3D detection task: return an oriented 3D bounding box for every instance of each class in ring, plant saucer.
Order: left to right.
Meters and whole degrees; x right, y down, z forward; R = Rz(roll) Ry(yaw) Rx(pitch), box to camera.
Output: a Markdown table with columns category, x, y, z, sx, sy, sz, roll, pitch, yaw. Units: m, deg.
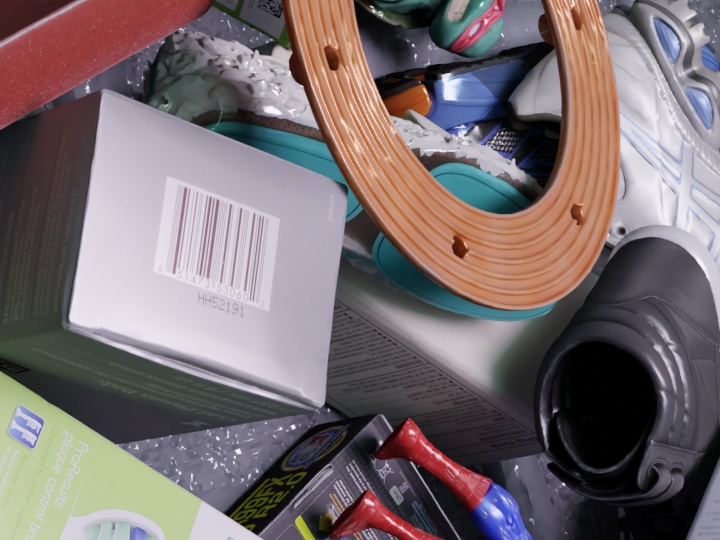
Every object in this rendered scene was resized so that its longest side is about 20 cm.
| category | x | y | z | sx | sy | sz | roll | pitch | yaw |
| --- | --- | --- | --- | --- | --- | --- | --- | --- | --- |
| plant saucer | -0.160 | -0.076 | 0.876 | 0.200 | 0.199 | 0.037 | -34 | 120 | -40 |
| ring | 0.031 | -0.081 | 0.930 | 0.200 | 0.019 | 0.201 | 25 | 57 | -45 |

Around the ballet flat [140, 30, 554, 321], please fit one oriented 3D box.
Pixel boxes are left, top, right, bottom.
| category | x | y | z | sx | sy | sz | roll | pitch | yaw |
| --- | --- | --- | --- | --- | --- | --- | --- | --- | --- |
| ballet flat | 0.001 | -0.042 | 0.967 | 0.200 | 0.072 | 0.072 | 23 | 66 | -38 |

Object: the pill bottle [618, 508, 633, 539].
| category | x | y | z | sx | sy | sz | roll | pitch | yaw |
| --- | --- | --- | --- | --- | --- | --- | --- | --- | --- |
| pill bottle | 0.173 | 0.141 | 1.160 | 0.111 | 0.111 | 0.201 | 6 | 77 | -40 |

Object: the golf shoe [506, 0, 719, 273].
| category | x | y | z | sx | sy | sz | roll | pitch | yaw |
| --- | --- | --- | --- | --- | --- | --- | --- | --- | --- |
| golf shoe | 0.135 | -0.013 | 1.109 | 0.097 | 0.078 | 0.200 | -30 | 86 | -13 |

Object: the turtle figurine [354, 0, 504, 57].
| category | x | y | z | sx | sy | sz | roll | pitch | yaw |
| --- | --- | --- | --- | --- | --- | --- | --- | --- | --- |
| turtle figurine | 0.016 | -0.157 | 1.103 | 0.200 | 0.101 | 0.150 | 47 | 40 | -5 |

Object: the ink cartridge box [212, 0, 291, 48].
| category | x | y | z | sx | sy | sz | roll | pitch | yaw |
| --- | --- | --- | --- | --- | --- | --- | --- | --- | --- |
| ink cartridge box | -0.073 | -0.199 | 0.996 | 0.200 | 0.076 | 0.148 | 28 | 59 | -1 |

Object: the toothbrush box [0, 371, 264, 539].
| category | x | y | z | sx | sy | sz | roll | pitch | yaw |
| --- | --- | --- | --- | --- | --- | --- | --- | --- | --- |
| toothbrush box | -0.150 | 0.092 | 0.871 | 0.200 | 0.145 | 0.086 | 37 | 59 | -28 |

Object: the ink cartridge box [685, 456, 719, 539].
| category | x | y | z | sx | sy | sz | roll | pitch | yaw |
| --- | --- | --- | --- | --- | --- | --- | --- | --- | --- |
| ink cartridge box | 0.173 | 0.179 | 1.018 | 0.200 | 0.041 | 0.200 | 59 | 45 | -32 |

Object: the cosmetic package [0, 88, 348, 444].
| category | x | y | z | sx | sy | sz | roll | pitch | yaw |
| --- | --- | --- | --- | --- | --- | --- | --- | --- | --- |
| cosmetic package | -0.107 | 0.009 | 0.893 | 0.107 | 0.200 | 0.090 | 19 | 67 | -34 |

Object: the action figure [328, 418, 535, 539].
| category | x | y | z | sx | sy | sz | roll | pitch | yaw |
| --- | --- | --- | --- | --- | --- | --- | --- | --- | --- |
| action figure | 0.074 | 0.149 | 1.057 | 0.200 | 0.099 | 0.065 | 35 | 59 | -4 |

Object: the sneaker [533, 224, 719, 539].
| category | x | y | z | sx | sy | sz | roll | pitch | yaw |
| --- | --- | --- | --- | --- | --- | --- | --- | --- | --- |
| sneaker | 0.117 | 0.091 | 1.045 | 0.099 | 0.071 | 0.201 | -35 | 116 | -53 |

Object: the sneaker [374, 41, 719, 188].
| category | x | y | z | sx | sy | sz | roll | pitch | yaw |
| --- | --- | --- | --- | --- | --- | --- | --- | --- | --- |
| sneaker | 0.083 | -0.063 | 1.167 | 0.200 | 0.075 | 0.079 | -15 | 99 | -34 |

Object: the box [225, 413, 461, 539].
| category | x | y | z | sx | sy | sz | roll | pitch | yaw |
| --- | --- | --- | --- | --- | --- | --- | --- | --- | --- |
| box | 0.000 | 0.183 | 1.047 | 0.160 | 0.044 | 0.200 | -44 | 108 | -38 |

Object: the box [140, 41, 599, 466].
| category | x | y | z | sx | sy | sz | roll | pitch | yaw |
| --- | --- | --- | --- | --- | --- | --- | --- | --- | --- |
| box | 0.000 | 0.000 | 1.057 | 0.200 | 0.095 | 0.078 | 35 | 59 | -31 |
